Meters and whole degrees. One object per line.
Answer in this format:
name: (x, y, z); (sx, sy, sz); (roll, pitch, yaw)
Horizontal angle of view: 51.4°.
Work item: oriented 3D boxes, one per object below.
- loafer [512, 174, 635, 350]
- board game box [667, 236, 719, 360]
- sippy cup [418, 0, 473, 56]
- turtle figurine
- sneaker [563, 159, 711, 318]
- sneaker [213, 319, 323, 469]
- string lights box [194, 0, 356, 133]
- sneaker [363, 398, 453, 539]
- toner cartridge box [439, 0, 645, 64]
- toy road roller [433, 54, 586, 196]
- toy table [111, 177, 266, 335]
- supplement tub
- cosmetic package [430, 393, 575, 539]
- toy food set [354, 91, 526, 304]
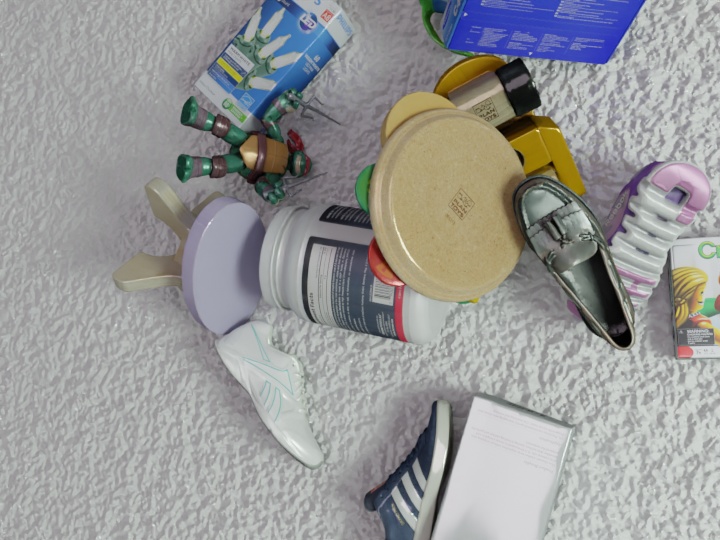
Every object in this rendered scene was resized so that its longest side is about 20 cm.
loafer: (0.222, -0.006, 0.744); (0.072, 0.063, 0.200); (-33, 107, 14)
board game box: (0.425, 0.026, 0.767); (0.199, 0.035, 0.127); (-4, 79, 18)
sippy cup: (0.155, -0.349, 0.877); (0.130, 0.178, 0.140); (29, 54, 10)
turtle figurine: (-0.121, -0.144, 0.920); (0.101, 0.199, 0.151); (-32, 58, 57)
sneaker: (0.290, -0.036, 0.805); (0.080, 0.089, 0.201); (27, 113, -7)
sneaker: (-0.096, 0.146, 0.906); (0.080, 0.070, 0.201); (-33, 78, -10)
string lights box: (-0.113, -0.281, 0.986); (0.103, 0.059, 0.200); (44, 96, 21)
sneaker: (0.051, 0.238, 0.836); (0.084, 0.075, 0.201); (12, 85, 15)
toner cartridge box: (0.196, -0.281, 0.812); (0.199, 0.095, 0.043); (1, 55, -15)
toy road roller: (0.158, -0.149, 0.858); (0.122, 0.146, 0.201); (-26, 111, 12)
toy table: (-0.195, -0.022, 0.911); (0.117, 0.184, 0.201); (27, 132, 24)
supplement tub: (0.000, 0.000, 0.858); (0.199, 0.140, 0.141); (11, 84, 20)
cosmetic package: (0.149, 0.245, 0.800); (0.112, 0.081, 0.201); (18, 88, 21)
toy food set: (0.087, -0.064, 0.751); (0.049, 0.199, 0.199); (-2, 62, 62)
